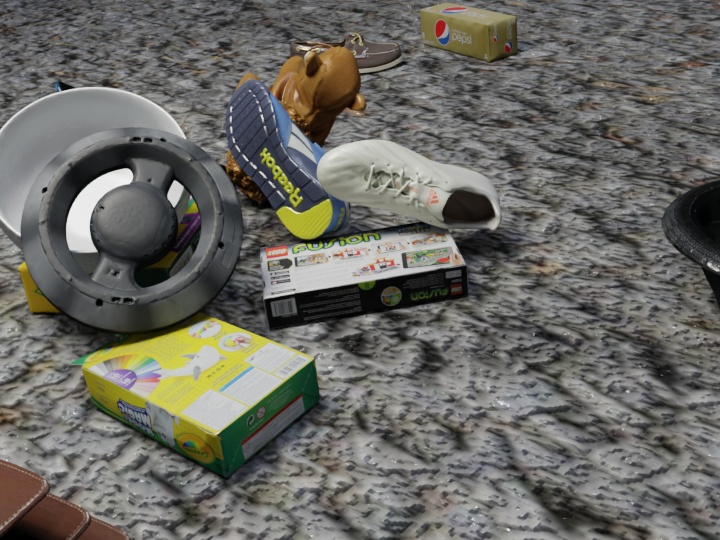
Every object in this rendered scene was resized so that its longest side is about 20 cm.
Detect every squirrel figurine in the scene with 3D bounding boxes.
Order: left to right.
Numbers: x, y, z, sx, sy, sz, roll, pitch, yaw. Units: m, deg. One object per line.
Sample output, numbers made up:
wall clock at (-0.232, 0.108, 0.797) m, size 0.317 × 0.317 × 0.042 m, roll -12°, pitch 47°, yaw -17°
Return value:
squirrel figurine at (-0.077, -0.180, 1.117) m, size 0.185 × 0.142 × 0.202 m, roll -23°, pitch 29°, yaw 47°

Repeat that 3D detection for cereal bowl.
cereal bowl at (-0.264, -0.080, 0.922) m, size 0.196 × 0.084 × 0.203 m, roll 4°, pitch 58°, yaw -6°

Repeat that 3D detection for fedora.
fedora at (0.349, -0.003, 0.783) m, size 0.196 × 0.093 × 0.202 m, roll -6°, pitch 28°, yaw 3°

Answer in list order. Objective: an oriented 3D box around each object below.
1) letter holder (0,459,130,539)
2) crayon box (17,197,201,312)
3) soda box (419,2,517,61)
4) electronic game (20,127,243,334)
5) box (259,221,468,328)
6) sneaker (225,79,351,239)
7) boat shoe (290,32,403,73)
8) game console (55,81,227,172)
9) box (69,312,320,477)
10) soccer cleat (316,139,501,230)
letter holder at (-0.272, 0.165, 0.616) m, size 0.196 × 0.102 × 0.142 m, roll 6°, pitch 29°, yaw 24°
crayon box at (-0.244, -0.028, 1.009) m, size 0.169 × 0.059 × 0.201 m, roll -1°, pitch 30°, yaw 15°
soda box at (0.189, -0.423, 1.631) m, size 0.067 × 0.065 × 0.199 m, roll -21°, pitch 30°, yaw -25°
electronic game at (-0.204, -0.039, 0.834) m, size 0.196 × 0.042 × 0.204 m, roll 3°, pitch 67°, yaw -8°
box at (0.000, 0.000, 0.923) m, size 0.196 × 0.035 × 0.111 m, roll -9°, pitch 28°, yaw -4°
sneaker at (-0.078, -0.117, 0.999) m, size 0.074 × 0.202 × 0.082 m, roll -39°, pitch -19°, yaw 25°
boat shoe at (-0.024, -0.376, 1.598) m, size 0.196 × 0.061 × 0.072 m, roll -7°, pitch 27°, yaw 1°
game console at (-0.254, -0.165, 1.129) m, size 0.167 × 0.121 × 0.200 m, roll -4°, pitch 3°, yaw 4°
box at (-0.144, 0.091, 0.778) m, size 0.198 × 0.049 × 0.117 m, roll 19°, pitch 38°, yaw 36°
soccer cleat at (0.054, -0.084, 0.934) m, size 0.196 × 0.070 × 0.078 m, roll 9°, pitch 28°, yaw -17°
